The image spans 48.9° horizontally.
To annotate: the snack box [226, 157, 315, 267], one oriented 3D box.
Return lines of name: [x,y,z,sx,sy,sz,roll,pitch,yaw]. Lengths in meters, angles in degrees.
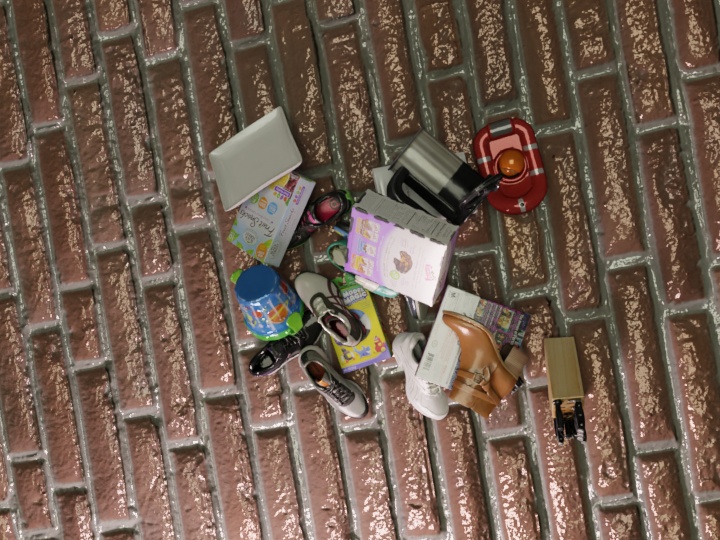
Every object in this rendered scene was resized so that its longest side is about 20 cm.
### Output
snack box: [-0.194,-0.127,1.705,0.142,0.053,0.201,30,99,41]

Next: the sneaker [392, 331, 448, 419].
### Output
sneaker: [0.136,0.221,1.662,0.078,0.099,0.201,-26,89,-26]

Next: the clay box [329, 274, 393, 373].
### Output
clay box: [-0.015,0.109,1.718,0.115,0.048,0.201,-20,89,10]

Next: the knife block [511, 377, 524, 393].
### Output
knife block: [0.267,0.167,1.658,0.175,0.064,0.201,9,93,8]

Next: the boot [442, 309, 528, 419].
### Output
boot: [0.212,0.182,1.550,0.200,0.077,0.156,34,89,-9]

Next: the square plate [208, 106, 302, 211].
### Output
square plate: [-0.225,-0.238,1.704,0.200,0.028,0.198,-32,50,10]

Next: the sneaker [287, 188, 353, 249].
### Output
sneaker: [-0.109,-0.115,1.706,0.200,0.084,0.077,-35,85,11]

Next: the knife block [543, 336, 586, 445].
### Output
knife block: [0.413,0.242,1.587,0.064,0.176,0.201,-5,91,9]

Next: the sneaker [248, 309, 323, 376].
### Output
sneaker: [-0.160,0.164,1.723,0.200,0.088,0.076,-43,85,8]

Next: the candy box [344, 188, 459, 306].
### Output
candy box: [0.077,-0.043,1.550,0.199,0.072,0.168,23,135,14]

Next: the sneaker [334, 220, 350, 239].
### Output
sneaker: [0.043,-0.098,1.694,0.199,0.071,0.083,-2,87,3]

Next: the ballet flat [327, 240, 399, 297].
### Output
ballet flat: [0.000,0.000,1.662,0.200,0.070,0.068,36,118,34]

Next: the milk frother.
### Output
milk frother: [0.167,-0.191,1.541,0.188,0.181,0.200,39,137,-2]

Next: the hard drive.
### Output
hard drive: [0.134,-0.166,1.659,0.199,0.027,0.132,-12,85,-8]

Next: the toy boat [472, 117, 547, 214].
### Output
toy boat: [0.307,-0.213,1.611,0.130,0.131,0.201,-16,89,10]

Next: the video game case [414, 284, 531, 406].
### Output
video game case: [0.226,0.152,1.600,0.181,0.036,0.201,19,88,2]

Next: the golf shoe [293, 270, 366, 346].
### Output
golf shoe: [-0.068,0.077,1.660,0.200,0.088,0.077,46,102,9]

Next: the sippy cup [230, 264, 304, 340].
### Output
sippy cup: [-0.202,0.059,1.679,0.177,0.130,0.140,-1,56,16]

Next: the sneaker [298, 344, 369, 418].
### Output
sneaker: [-0.061,0.251,1.708,0.074,0.079,0.200,-43,99,8]

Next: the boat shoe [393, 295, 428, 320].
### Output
boat shoe: [0.099,0.014,1.669,0.062,0.075,0.201,-2,120,23]
